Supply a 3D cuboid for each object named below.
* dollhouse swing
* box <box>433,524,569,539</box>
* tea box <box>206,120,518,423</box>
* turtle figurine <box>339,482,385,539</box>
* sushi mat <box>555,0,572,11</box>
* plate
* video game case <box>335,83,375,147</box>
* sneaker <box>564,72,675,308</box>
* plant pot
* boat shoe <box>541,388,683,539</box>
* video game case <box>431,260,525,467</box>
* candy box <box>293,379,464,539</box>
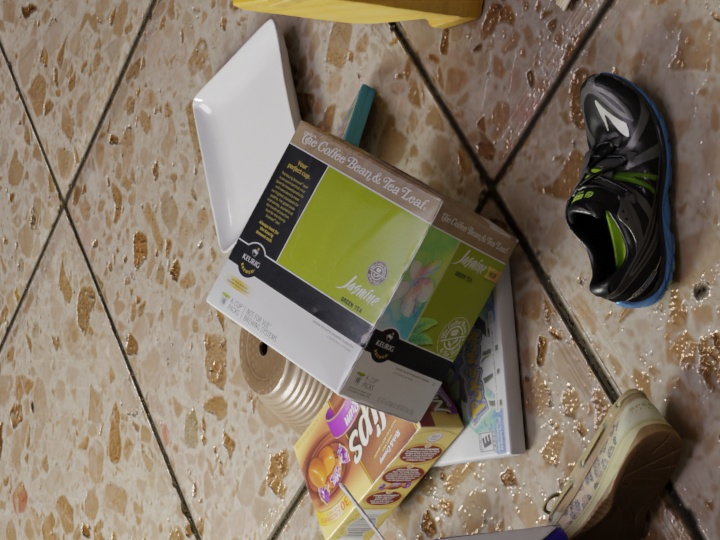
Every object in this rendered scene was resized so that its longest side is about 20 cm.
[{"bbox_3d":[-0.004,-0.313,1.764,0.176,0.199,0.183,31,114,53],"label":"dollhouse swing"},{"bbox_3d":[0.128,0.327,1.559,0.184,0.105,0.201,-18,104,54],"label":"box"},{"bbox_3d":[0.000,0.000,1.709,0.200,0.133,0.197,33,96,40],"label":"tea box"},{"bbox_3d":[0.018,0.339,1.735,0.194,0.144,0.200,38,165,30],"label":"turtle figurine"},{"bbox_3d":[0.198,-0.335,1.631,0.096,0.012,0.201,55,132,40],"label":"sushi mat"},{"bbox_3d":[-0.116,-0.146,2.073,0.200,0.032,0.201,-37,59,49],"label":"plate"},{"bbox_3d":[-0.044,-0.079,1.896,0.200,0.018,0.143,-60,8,30],"label":"video game case"},{"bbox_3d":[0.210,-0.069,1.540,0.071,0.082,0.201,-18,74,54],"label":"sneaker"},{"bbox_3d":[-0.062,0.079,1.933,0.200,0.092,0.202,-5,84,55],"label":"plant pot"},{"bbox_3d":[0.202,0.190,1.560,0.201,0.073,0.063,-60,35,28],"label":"boat shoe"},{"bbox_3d":[0.086,0.083,1.773,0.182,0.022,0.201,-17,75,55],"label":"video game case"},{"bbox_3d":[0.015,0.162,1.808,0.200,0.056,0.117,-55,44,41],"label":"candy box"}]
